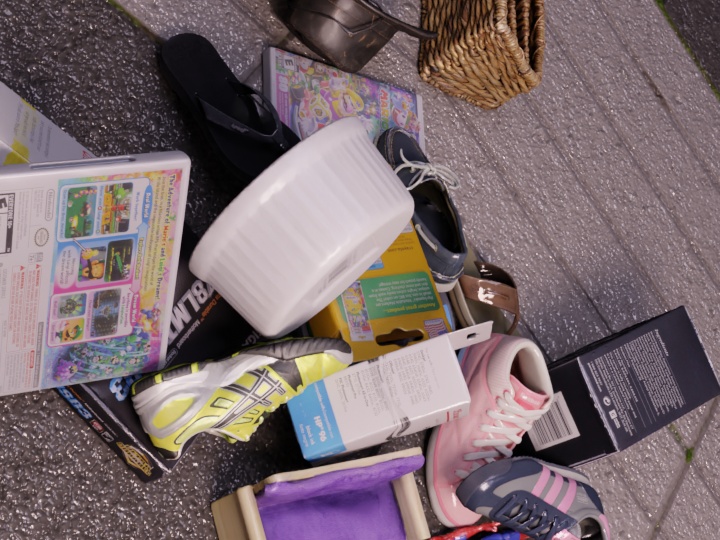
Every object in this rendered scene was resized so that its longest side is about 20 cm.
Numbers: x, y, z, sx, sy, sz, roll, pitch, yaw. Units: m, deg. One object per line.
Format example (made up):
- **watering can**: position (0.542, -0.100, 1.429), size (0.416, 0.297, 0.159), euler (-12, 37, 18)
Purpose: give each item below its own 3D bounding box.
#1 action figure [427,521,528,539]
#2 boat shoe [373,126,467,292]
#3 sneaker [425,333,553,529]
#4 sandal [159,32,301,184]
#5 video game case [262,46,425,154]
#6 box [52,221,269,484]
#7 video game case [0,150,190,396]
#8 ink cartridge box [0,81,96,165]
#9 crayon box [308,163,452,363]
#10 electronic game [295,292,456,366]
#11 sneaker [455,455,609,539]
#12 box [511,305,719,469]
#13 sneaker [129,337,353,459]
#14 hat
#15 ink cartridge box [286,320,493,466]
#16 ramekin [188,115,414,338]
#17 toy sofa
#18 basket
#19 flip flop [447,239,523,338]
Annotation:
- **action figure**: position (0.122, 0.283, 1.592), size (0.198, 0.052, 0.066), euler (-3, 78, -37)
- **boat shoe**: position (0.062, -0.074, 1.634), size (0.074, 0.062, 0.201), euler (6, 50, -24)
- **sneaker**: position (0.129, 0.156, 1.591), size (0.075, 0.104, 0.202), euler (22, 74, -30)
- **sandal**: position (-0.122, -0.153, 1.540), size (0.076, 0.043, 0.200), euler (-35, 74, -33)
- **video game case**: position (-0.014, -0.141, 1.681), size (0.198, 0.018, 0.145), euler (14, 63, -34)
- **box**: position (-0.194, 0.050, 1.437), size (0.199, 0.050, 0.200), euler (48, 50, -11)
- **video game case**: position (-0.231, 0.004, 1.296), size (0.180, 0.202, 0.024), euler (-8, 32, -32)
- **ink cartridge box**: position (-0.309, -0.096, 1.337), size (0.199, 0.084, 0.145), euler (38, 12, -20)
- **crayon box**: position (0.000, 0.000, 1.559), size (0.125, 0.052, 0.202), euler (-7, 66, -32)
- **electronic game**: position (0.016, 0.051, 1.608), size (0.198, 0.041, 0.202), euler (16, 62, -33)
- **sneaker**: position (0.176, 0.233, 1.569), size (0.199, 0.070, 0.082), euler (13, 39, -43)
- **box**: position (0.257, 0.129, 1.695), size (0.199, 0.148, 0.105), euler (-20, 84, -41)
- **sneaker**: position (-0.098, 0.105, 1.398), size (0.198, 0.075, 0.077), euler (-15, 91, -17)
- **hat**: position (-0.020, -0.252, 1.669), size (0.199, 0.200, 0.082), euler (23, 97, -30)
- **ink cartridge box**: position (0.036, 0.114, 1.480), size (0.198, 0.116, 0.069), euler (-19, 79, 0)
- **ramekin**: position (-0.045, -0.032, 1.417), size (0.098, 0.201, 0.200), euler (47, 48, 7)
- **toy sofa**: position (-0.026, 0.223, 1.463), size (0.199, 0.097, 0.084), euler (-5, 74, -41)
- **basket**: position (0.163, -0.298, 1.804), size (0.142, 0.149, 0.202), euler (20, 59, -31)
- **flip flop**: position (0.130, 0.014, 1.690), size (0.201, 0.057, 0.081), euler (63, 28, 0)
